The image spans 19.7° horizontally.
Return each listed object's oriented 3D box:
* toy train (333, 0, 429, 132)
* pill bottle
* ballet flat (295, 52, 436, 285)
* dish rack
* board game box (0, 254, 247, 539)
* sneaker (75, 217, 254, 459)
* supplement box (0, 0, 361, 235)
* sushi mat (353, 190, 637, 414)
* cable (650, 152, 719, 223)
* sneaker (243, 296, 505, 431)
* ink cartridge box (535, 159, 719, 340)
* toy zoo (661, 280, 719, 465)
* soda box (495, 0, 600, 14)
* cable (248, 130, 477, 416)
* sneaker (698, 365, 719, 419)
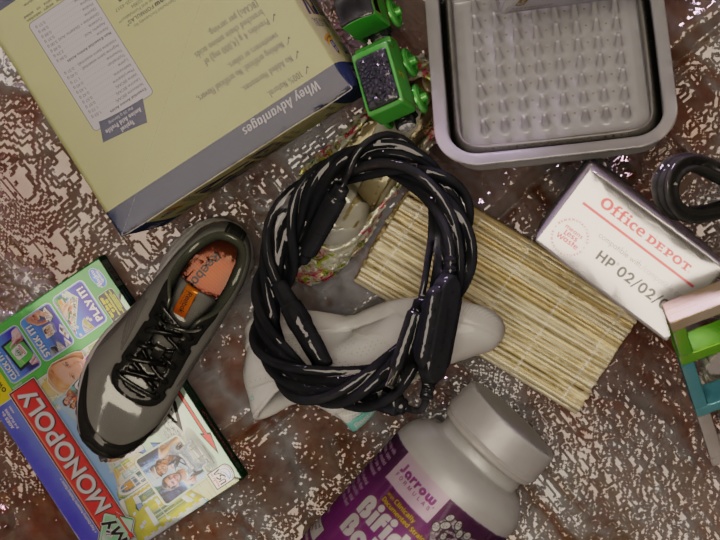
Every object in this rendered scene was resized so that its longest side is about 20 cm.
[{"bbox_3d":[0.002,-0.192,1.486,0.042,0.056,0.201,-23,69,20],"label":"toy train"},{"bbox_3d":[0.045,0.180,1.516,0.112,0.112,0.200,42,97,1],"label":"pill bottle"},{"bbox_3d":[0.000,-0.075,1.524,0.076,0.064,0.200,34,98,1],"label":"ballet flat"},{"bbox_3d":[0.134,-0.159,1.479,0.171,0.044,0.201,-6,62,5],"label":"dish rack"},{"bbox_3d":[-0.196,0.109,1.577,0.134,0.029,0.200,-34,91,7],"label":"board game box"},{"bbox_3d":[-0.145,0.045,1.517,0.074,0.079,0.201,32,82,-6],"label":"sneaker"},{"bbox_3d":[-0.131,-0.162,1.494,0.200,0.134,0.200,-32,91,8],"label":"supplement box"},{"bbox_3d":[0.102,0.017,1.547,0.200,0.012,0.096,31,98,3],"label":"sushi mat"},{"bbox_3d":[0.271,-0.055,1.420,0.199,0.050,0.098,-16,112,-29],"label":"cable"},{"bbox_3d":[0.010,0.073,1.513,0.199,0.075,0.089,-7,65,20],"label":"sneaker"},{"bbox_3d":[0.185,-0.017,1.441,0.115,0.200,0.068,37,97,2],"label":"ink cartridge box"},{"bbox_3d":[0.286,0.066,1.410,0.131,0.021,0.200,-21,137,5],"label":"toy zoo"},{"bbox_3d":[0.176,-0.230,1.423,0.199,0.064,0.068,-12,70,-30],"label":"soda box"},{"bbox_3d":[0.000,0.000,1.475,0.163,0.051,0.201,8,89,27],"label":"cable"},{"bbox_3d":[0.335,0.043,1.493,0.200,0.099,0.070,-44,71,36],"label":"sneaker"}]
